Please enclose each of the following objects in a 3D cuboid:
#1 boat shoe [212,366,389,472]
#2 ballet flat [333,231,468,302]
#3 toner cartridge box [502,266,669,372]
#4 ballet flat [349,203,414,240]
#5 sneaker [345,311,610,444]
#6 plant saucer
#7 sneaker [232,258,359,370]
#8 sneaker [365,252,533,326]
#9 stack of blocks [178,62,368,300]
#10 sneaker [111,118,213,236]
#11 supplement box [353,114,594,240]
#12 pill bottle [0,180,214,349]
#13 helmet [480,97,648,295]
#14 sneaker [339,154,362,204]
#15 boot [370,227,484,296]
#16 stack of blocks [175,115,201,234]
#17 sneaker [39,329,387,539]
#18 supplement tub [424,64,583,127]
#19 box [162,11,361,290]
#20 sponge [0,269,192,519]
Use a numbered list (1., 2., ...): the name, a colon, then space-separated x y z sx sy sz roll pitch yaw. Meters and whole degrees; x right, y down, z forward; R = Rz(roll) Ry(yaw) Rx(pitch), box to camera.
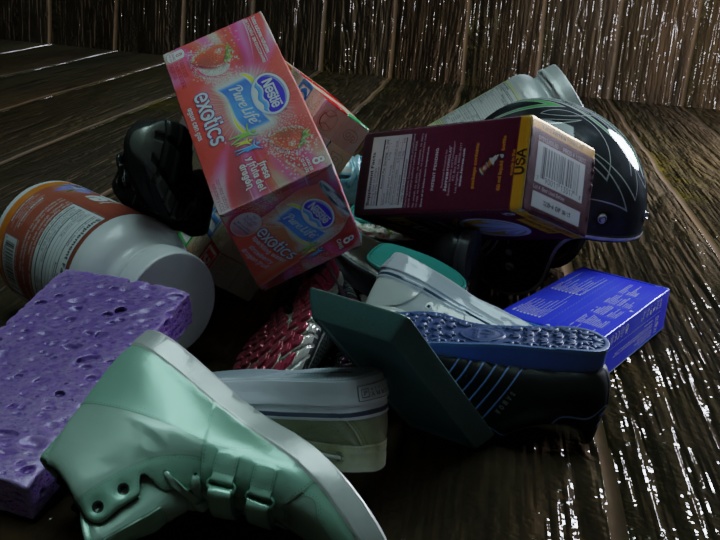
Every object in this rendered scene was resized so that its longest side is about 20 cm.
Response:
1. boat shoe: -0.069 0.097 0.658 0.198 0.063 0.072 -5 -1 37
2. ballet flat: 0.000 0.000 0.908 0.198 0.074 0.073 25 22 15
3. toner cartridge box: 0.205 0.046 0.935 0.094 0.044 0.199 14 19 31
4. ballet flat: -0.020 -0.042 1.122 0.197 0.065 0.076 12 19 14
5. sneaker: 0.080 0.079 0.744 0.197 0.079 0.070 5 17 16
6. plant saucer: 0.029 0.070 0.660 0.069 0.019 0.200 15 -22 29
7. sneaker: -0.036 0.057 0.795 0.080 0.075 0.200 -33 14 27
8. sneaker: 0.090 0.065 0.811 0.198 0.071 0.073 30 -12 15
9. stack of blocks: -0.091 -0.088 0.991 0.058 0.201 0.115 29 11 -37
10. sneaker: -0.177 -0.073 0.868 0.078 0.077 0.200 10 -14 4
11. supplement box: 0.103 -0.081 0.960 0.198 0.087 0.110 0 -12 44
12. pill bottle: -0.212 0.000 0.855 0.111 0.114 0.199 -12 25 -43
13. helmet: 0.196 -0.084 1.080 0.199 0.191 0.201 31 32 -22
14. sneaker: -0.008 -0.101 1.166 0.198 0.082 0.075 -24 55 13
15. boot: 0.015 -0.016 0.994 0.197 0.067 0.165 12 -10 11
16. stack of blocks: -0.157 -0.124 1.109 0.058 0.201 0.115 35 24 10
17. sneaker: -0.086 0.134 0.572 0.199 0.074 0.118 33 63 19
18. supplement tub: 0.172 -0.144 1.237 0.198 0.146 0.145 -29 16 6
19. box: -0.081 -0.100 0.836 0.094 0.103 0.201 -23 51 -1
20. sponge: -0.204 0.070 0.675 0.110 0.030 0.201 9 35 19
